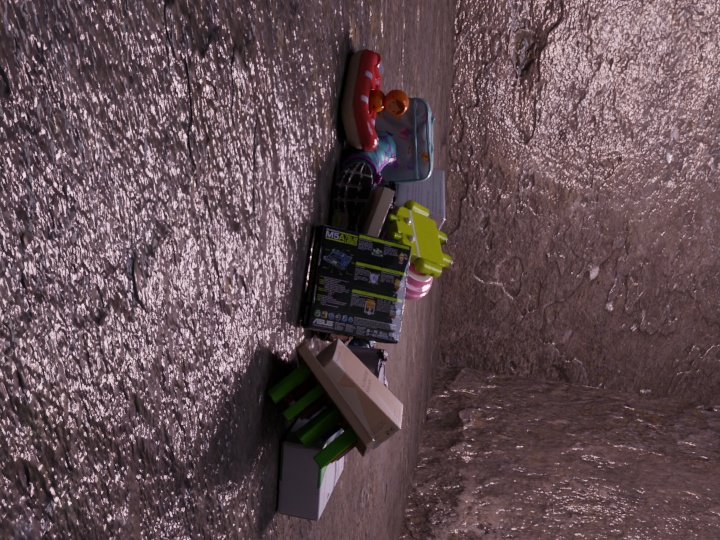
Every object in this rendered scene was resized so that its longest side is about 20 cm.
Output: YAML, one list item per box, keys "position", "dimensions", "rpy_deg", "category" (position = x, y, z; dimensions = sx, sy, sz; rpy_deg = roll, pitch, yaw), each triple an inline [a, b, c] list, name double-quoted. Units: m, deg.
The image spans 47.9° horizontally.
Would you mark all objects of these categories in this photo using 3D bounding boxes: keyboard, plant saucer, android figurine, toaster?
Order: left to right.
- position: [-0.009, 0.244, 1.787]
  dimensions: [0.115, 0.126, 0.203]
  rpy_deg: [-72, 165, -45]
  category: "toaster"
- position: [0.046, -0.127, 1.715]
  dimensions: [0.201, 0.020, 0.128]
  rpy_deg: [-87, -159, -59]
  category: "keyboard"
- position: [0.101, -0.034, 1.834]
  dimensions: [0.199, 0.051, 0.204]
  rpy_deg: [29, 45, -33]
  category: "plant saucer"
- position: [0.131, -0.073, 1.822]
  dimensions: [0.198, 0.041, 0.185]
  rpy_deg: [22, 49, -41]
  category: "android figurine"

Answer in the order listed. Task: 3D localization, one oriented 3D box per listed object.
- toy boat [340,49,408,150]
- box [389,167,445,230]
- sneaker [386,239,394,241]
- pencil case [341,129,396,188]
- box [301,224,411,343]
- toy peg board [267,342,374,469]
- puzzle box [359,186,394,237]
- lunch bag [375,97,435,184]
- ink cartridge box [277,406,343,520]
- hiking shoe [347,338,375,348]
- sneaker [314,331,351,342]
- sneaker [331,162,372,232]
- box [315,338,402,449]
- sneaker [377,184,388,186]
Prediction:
- position: [0.035, -0.345, 1.658]
  dimensions: [0.131, 0.128, 0.204]
  rpy_deg: [57, 41, -72]
  category: "toy boat"
- position: [0.121, -0.135, 2.029]
  dimensions: [0.202, 0.128, 0.201]
  rpy_deg: [-84, -169, -47]
  category: "box"
- position: [0.000, 0.000, 1.715]
  dimensions: [0.199, 0.078, 0.067]
  rpy_deg: [-35, 123, -18]
  category: "sneaker"
- position: [0.022, -0.239, 1.755]
  dimensions: [0.201, 0.091, 0.086]
  rpy_deg: [-59, 171, -61]
  category: "pencil case"
- position: [-0.005, 0.029, 1.550]
  dimensions: [0.047, 0.196, 0.198]
  rpy_deg: [-11, -110, 62]
  category: "box"
- position: [-0.076, 0.252, 1.401]
  dimensions: [0.097, 0.201, 0.200]
  rpy_deg: [-34, 167, -12]
  category: "toy peg board"
- position: [0.019, -0.108, 1.689]
  dimensions: [0.200, 0.025, 0.135]
  rpy_deg: [-145, -105, -79]
  category: "puzzle box"
- position: [0.097, -0.305, 1.884]
  dimensions: [0.077, 0.157, 0.205]
  rpy_deg: [-37, 125, -73]
  category: "lunch bag"
- position: [-0.089, 0.359, 1.561]
  dimensions: [0.200, 0.082, 0.149]
  rpy_deg: [-50, 145, -71]
  category: "ink cartridge box"
- position: [-0.017, 0.238, 1.945]
  dimensions: [0.086, 0.074, 0.203]
  rpy_deg: [-36, 139, -40]
  category: "hiking shoe"
- position: [-0.065, 0.111, 1.631]
  dimensions: [0.076, 0.069, 0.201]
  rpy_deg: [-61, 156, -19]
  category: "sneaker"
- position: [-0.026, -0.125, 1.665]
  dimensions: [0.085, 0.075, 0.204]
  rpy_deg: [-80, -174, -83]
  category: "sneaker"
- position: [-0.010, 0.243, 1.601]
  dimensions: [0.200, 0.077, 0.095]
  rpy_deg: [46, 20, -13]
  category: "box"
- position: [0.031, -0.167, 1.894]
  dimensions: [0.202, 0.066, 0.091]
  rpy_deg: [-68, 166, -44]
  category: "sneaker"
